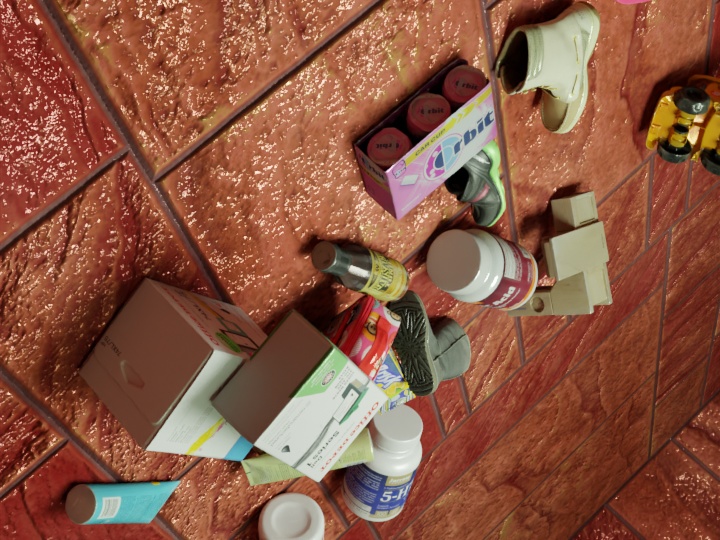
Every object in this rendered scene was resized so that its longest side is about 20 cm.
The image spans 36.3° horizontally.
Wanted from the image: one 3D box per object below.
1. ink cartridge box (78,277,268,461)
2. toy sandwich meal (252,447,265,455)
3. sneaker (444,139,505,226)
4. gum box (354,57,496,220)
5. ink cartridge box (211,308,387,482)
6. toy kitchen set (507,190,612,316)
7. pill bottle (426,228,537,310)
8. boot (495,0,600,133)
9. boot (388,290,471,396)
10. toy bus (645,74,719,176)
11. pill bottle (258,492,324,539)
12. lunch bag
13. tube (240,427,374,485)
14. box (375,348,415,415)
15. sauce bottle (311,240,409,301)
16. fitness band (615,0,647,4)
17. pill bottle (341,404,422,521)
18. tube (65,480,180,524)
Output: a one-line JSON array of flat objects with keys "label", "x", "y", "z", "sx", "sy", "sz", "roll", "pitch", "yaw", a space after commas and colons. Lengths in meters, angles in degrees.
[{"label": "ink cartridge box", "x": -0.202, "y": 0.124, "z": 1.329, "sx": 0.146, "sy": 0.147, "sz": 0.200, "roll": -53, "pitch": 151, "yaw": 8}, {"label": "toy sandwich meal", "x": -0.078, "y": 0.223, "z": 1.683, "sx": 0.203, "sy": 0.071, "sz": 0.206, "roll": -13, "pitch": 142, "yaw": -10}, {"label": "sneaker", "x": 0.161, "y": -0.132, "z": 1.596, "sx": 0.083, "sy": 0.077, "sz": 0.201, "roll": -25, "pitch": 144, "yaw": -4}, {"label": "gum box", "x": 0.093, "y": -0.175, "z": 1.444, "sx": 0.200, "sy": 0.066, "sz": 0.114, "roll": -41, "pitch": 151, "yaw": -13}, {"label": "ink cartridge box", "x": -0.066, "y": 0.155, "z": 1.315, "sx": 0.146, "sy": 0.084, "sz": 0.200, "roll": -50, "pitch": 149, "yaw": -4}, {"label": "toy kitchen set", "x": 0.312, "y": -0.018, "z": 1.911, "sx": 0.162, "sy": 0.179, "sz": 0.202, "roll": -17, "pitch": 99, "yaw": -46}, {"label": "pill bottle", "x": 0.192, "y": -0.002, "z": 1.729, "sx": 0.115, "sy": 0.114, "sz": 0.199, "roll": -55, "pitch": 149, "yaw": 13}, {"label": "boot", "x": 0.255, "y": -0.268, "z": 1.545, "sx": 0.154, "sy": 0.072, "sz": 0.201, "roll": -26, "pitch": 139, "yaw": -34}, {"label": "boot", "x": 0.120, "y": 0.104, "z": 1.787, "sx": 0.200, "sy": 0.072, "sz": 0.184, "roll": -23, "pitch": 106, "yaw": -59}, {"label": "toy bus", "x": 0.617, "y": -0.284, "z": 1.938, "sx": 0.136, "sy": 0.198, "sz": 0.193, "roll": 98, "pitch": 8, "yaw": -46}, {"label": "pill bottle", "x": -0.119, "y": 0.480, "z": 1.888, "sx": 0.112, "sy": 0.112, "sz": 0.201, "roll": -30, "pitch": 146, "yaw": -27}, {"label": "lunch bag", "x": -0.022, "y": 0.135, "z": 1.523, "sx": 0.176, "sy": 0.082, "sz": 0.201, "roll": -35, "pitch": -158, "yaw": 53}, {"label": "tube", "x": -0.079, "y": 0.284, "z": 1.665, "sx": 0.198, "sy": 0.059, "sz": 0.052, "roll": -14, "pitch": -171, "yaw": -1}, {"label": "box", "x": 0.027, "y": 0.154, "z": 1.729, "sx": 0.070, "sy": 0.065, "sz": 0.200, "roll": -27, "pitch": 148, "yaw": 1}, {"label": "sauce bottle", "x": 0.000, "y": 0.000, "z": 1.530, "sx": 0.066, "sy": 0.066, "sz": 0.200, "roll": -54, "pitch": 151, "yaw": 11}, {"label": "fitness band", "x": 0.420, "y": -0.457, "z": 1.580, "sx": 0.199, "sy": 0.037, "sz": 0.144, "roll": -18, "pitch": 141, "yaw": -40}, {"label": "pill bottle", "x": 0.042, "y": 0.332, "z": 1.919, "sx": 0.119, "sy": 0.120, "sz": 0.201, "roll": -22, "pitch": 141, "yaw": -37}, {"label": "tube", "x": -0.322, "y": 0.320, "z": 1.506, "sx": 0.078, "sy": 0.050, "sz": 0.200, "roll": -48, "pitch": 155, "yaw": 8}]
